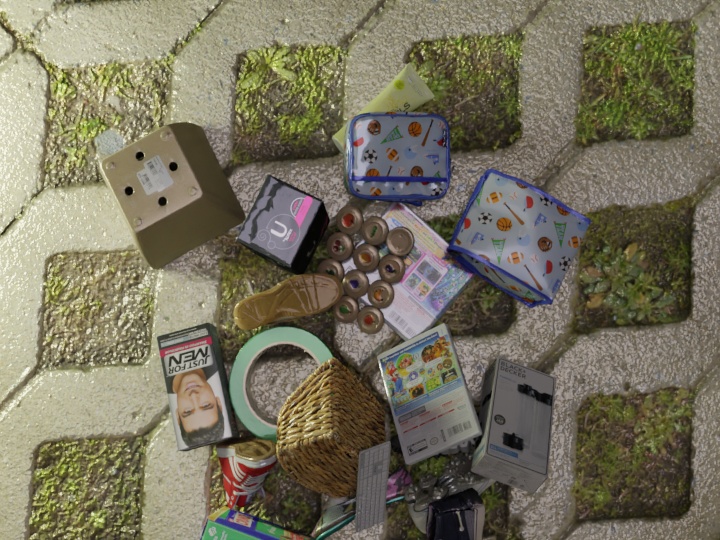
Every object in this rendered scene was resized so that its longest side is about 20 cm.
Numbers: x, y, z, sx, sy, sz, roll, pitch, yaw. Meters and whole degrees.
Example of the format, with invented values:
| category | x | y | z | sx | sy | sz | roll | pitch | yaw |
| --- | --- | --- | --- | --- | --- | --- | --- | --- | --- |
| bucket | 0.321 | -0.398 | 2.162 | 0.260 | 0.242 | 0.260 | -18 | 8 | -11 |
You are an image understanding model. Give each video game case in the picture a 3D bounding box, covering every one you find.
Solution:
| category | x | y | z | sx | sy | sz | roll | pitch | yaw |
| --- | --- | --- | --- | --- | --- | --- | --- | --- | --- |
| video game case | 0.081 | 0.004 | 1.533 | 0.199 | 0.024 | 0.183 | 41 | 87 | 5 |
| video game case | 0.114 | 0.209 | 1.453 | 0.142 | 0.018 | 0.203 | -27 | 59 | 20 |

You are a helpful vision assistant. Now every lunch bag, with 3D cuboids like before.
| category | x | y | z | sx | sy | sz | roll | pitch | yaw |
| --- | --- | --- | --- | --- | --- | --- | --- | --- | --- |
| lunch bag | 0.265 | -0.058 | 1.479 | 0.198 | 0.124 | 0.172 | 29 | 78 | -6 |
| lunch bag | 0.068 | -0.195 | 1.502 | 0.196 | 0.076 | 0.164 | 0 | 94 | -12 |

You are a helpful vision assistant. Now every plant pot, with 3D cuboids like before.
| category | x | y | z | sx | sy | sz | roll | pitch | yaw |
| --- | --- | --- | --- | --- | --- | --- | --- | --- | --- |
| plant pot | -0.340 | -0.142 | 1.478 | 0.198 | 0.177 | 0.202 | -28 | 85 | 0 |

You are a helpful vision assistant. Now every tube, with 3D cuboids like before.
| category | x | y | z | sx | sy | sz | roll | pitch | yaw |
| --- | --- | --- | --- | --- | --- | --- | --- | --- | --- |
| tube | 0.037 | -0.284 | 1.547 | 0.199 | 0.058 | 0.052 | -40 | 47 | -6 |

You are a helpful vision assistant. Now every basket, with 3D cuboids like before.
| category | x | y | z | sx | sy | sz | roll | pitch | yaw |
| --- | --- | --- | --- | --- | --- | --- | --- | --- | --- |
| basket | -0.054 | 0.270 | 1.433 | 0.141 | 0.200 | 0.151 | -21 | 47 | 21 |

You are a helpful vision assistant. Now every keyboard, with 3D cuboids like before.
| category | x | y | z | sx | sy | sz | roll | pitch | yaw |
| --- | --- | --- | --- | --- | --- | --- | --- | --- | --- |
| keyboard | 0.019 | 0.357 | 1.405 | 0.055 | 0.011 | 0.203 | -12 | 129 | -18 |

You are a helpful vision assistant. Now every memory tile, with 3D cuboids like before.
| category | x | y | z | sx | sy | sz | roll | pitch | yaw |
| --- | --- | --- | --- | --- | --- | --- | --- | --- | --- |
| memory tile | 0.000 | 0.000 | 1.505 | 0.151 | 0.017 | 0.203 | 23 | 102 | 9 |

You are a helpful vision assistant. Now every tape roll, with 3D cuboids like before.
| category | x | y | z | sx | sy | sz | roll | pitch | yaw |
| --- | --- | --- | --- | --- | --- | --- | --- | --- | --- |
| tape roll | -0.131 | 0.201 | 1.509 | 0.196 | 0.048 | 0.205 | 0 | 84 | 1 |

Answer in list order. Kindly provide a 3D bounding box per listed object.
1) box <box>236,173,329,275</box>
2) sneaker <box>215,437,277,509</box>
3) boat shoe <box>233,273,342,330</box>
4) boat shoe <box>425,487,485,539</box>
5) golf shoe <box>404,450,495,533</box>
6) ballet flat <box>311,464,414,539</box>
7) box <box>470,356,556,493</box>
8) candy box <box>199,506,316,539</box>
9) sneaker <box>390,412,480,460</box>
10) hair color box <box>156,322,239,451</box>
| category | x | y | z | sx | sy | sz | roll | pitch | yaw |
| --- | --- | --- | --- | --- | --- | --- | --- | --- | --- |
| box | -0.126 | -0.071 | 1.455 | 0.105 | 0.200 | 0.124 | 26 | 86 | 4 |
| sneaker | -0.183 | 0.346 | 1.436 | 0.070 | 0.199 | 0.115 | -11 | 90 | -28 |
| boat shoe | -0.124 | 0.051 | 1.506 | 0.196 | 0.069 | 0.075 | -15 | 91 | 7 |
| boat shoe | 0.153 | 0.462 | 1.434 | 0.091 | 0.075 | 0.204 | -8 | 110 | -18 |
| golf shoe | 0.170 | 0.382 | 1.483 | 0.197 | 0.078 | 0.099 | -21 | 121 | -14 |
| ballet flat | -0.002 | 0.396 | 1.484 | 0.197 | 0.069 | 0.072 | -24 | 72 | -6 |
| box | 0.258 | 0.254 | 1.431 | 0.115 | 0.061 | 0.202 | 20 | 48 | -2 |
| candy box | -0.162 | 0.467 | 1.426 | 0.196 | 0.169 | 0.078 | 17 | 82 | 3 |
| sneaker | 0.148 | 0.275 | 1.487 | 0.196 | 0.067 | 0.092 | -6 | 60 | 6 |
| hair color box | -0.284 | 0.203 | 1.494 | 0.097 | 0.061 | 0.204 | -15 | 78 | 0 |
